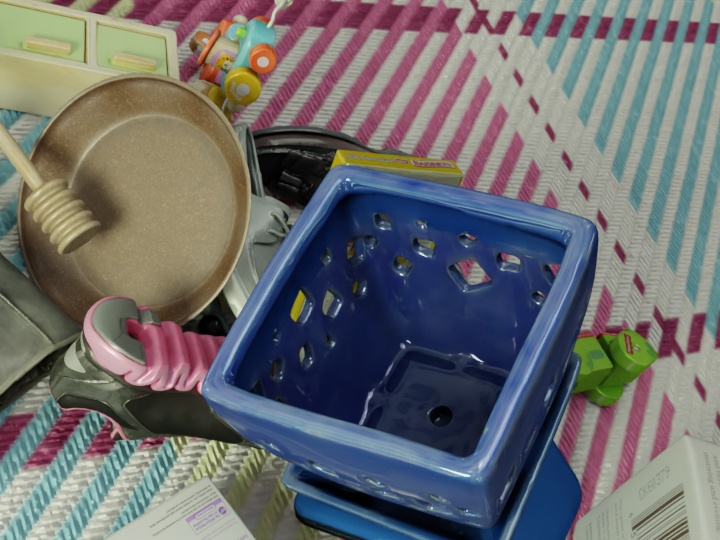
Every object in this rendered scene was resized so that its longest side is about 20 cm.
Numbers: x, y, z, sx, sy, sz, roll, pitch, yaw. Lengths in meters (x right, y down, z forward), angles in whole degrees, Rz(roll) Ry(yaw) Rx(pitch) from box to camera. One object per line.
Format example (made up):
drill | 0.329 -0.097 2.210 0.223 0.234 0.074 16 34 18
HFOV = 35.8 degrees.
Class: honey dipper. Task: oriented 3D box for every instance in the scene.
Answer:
honey dipper | -0.266 -0.101 0.825 0.038 0.038 0.200 -34 84 -42

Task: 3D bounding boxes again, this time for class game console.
game console | 0.068 0.181 0.880 0.170 0.119 0.200 13 39 24

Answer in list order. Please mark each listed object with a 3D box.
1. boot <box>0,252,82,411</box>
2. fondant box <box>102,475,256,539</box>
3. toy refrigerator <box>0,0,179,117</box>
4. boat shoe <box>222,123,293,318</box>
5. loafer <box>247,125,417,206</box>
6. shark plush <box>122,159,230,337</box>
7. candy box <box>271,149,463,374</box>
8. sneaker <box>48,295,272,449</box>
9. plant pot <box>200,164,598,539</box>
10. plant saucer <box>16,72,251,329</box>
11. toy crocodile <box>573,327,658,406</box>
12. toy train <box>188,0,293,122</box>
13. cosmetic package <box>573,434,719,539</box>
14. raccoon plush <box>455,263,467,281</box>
boot | -0.276 -0.014 0.811 0.200 0.073 0.182 36 58 10
fondant box | -0.099 0.251 0.702 0.144 0.058 0.200 -27 69 -41
toy refrigerator | -0.260 -0.182 0.957 0.199 0.070 0.076 9 50 -24
boat shoe | -0.092 -0.039 0.907 0.071 0.070 0.202 -21 62 3
loafer | -0.017 -0.081 1.013 0.199 0.072 0.063 8 55 -27
shark plush | -0.132 -0.008 0.892 0.200 0.091 0.083 47 16 20
candy box | 0.000 0.000 0.865 0.102 0.201 0.026 4 36 -26
sneaker | -0.135 0.092 0.803 0.200 0.095 0.079 31 24 -38
plant pot | 0.041 0.072 0.754 0.199 0.180 0.200 15 58 25
plant saucer | -0.167 -0.047 0.844 0.201 0.200 0.037 51 12 16
toy crocodile | 0.195 0.084 0.996 0.199 0.068 0.062 -4 51 -34
toy train | -0.120 -0.194 0.978 0.055 0.200 0.151 21 70 -20
cosmetic package | 0.291 0.253 0.841 0.199 0.165 0.165 19 48 -14
raccoon plush | 0.078 -0.012 0.959 0.199 0.134 0.097 11 49 -21
